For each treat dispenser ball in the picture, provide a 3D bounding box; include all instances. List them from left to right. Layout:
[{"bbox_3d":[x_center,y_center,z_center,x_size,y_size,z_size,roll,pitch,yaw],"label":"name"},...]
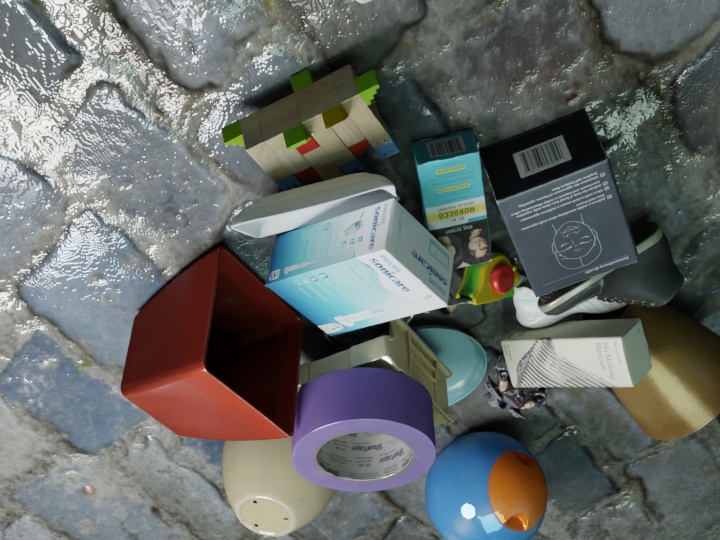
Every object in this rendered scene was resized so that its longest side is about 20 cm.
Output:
[{"bbox_3d":[0.205,0.366,1.882,0.201,0.201,0.201,-6,136,-5],"label":"treat dispenser ball"}]

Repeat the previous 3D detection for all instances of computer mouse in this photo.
[{"bbox_3d":[0.034,0.052,1.634,0.200,0.044,0.110,-23,138,24],"label":"computer mouse"}]

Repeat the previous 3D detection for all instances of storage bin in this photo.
[{"bbox_3d":[0.004,0.169,1.671,0.200,0.094,0.199,-20,137,22],"label":"storage bin"}]

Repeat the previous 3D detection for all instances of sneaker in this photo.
[{"bbox_3d":[0.315,0.022,1.650,0.200,0.070,0.080,-18,133,8],"label":"sneaker"},{"bbox_3d":[0.351,0.029,1.591,0.200,0.075,0.106,-32,109,5],"label":"sneaker"}]

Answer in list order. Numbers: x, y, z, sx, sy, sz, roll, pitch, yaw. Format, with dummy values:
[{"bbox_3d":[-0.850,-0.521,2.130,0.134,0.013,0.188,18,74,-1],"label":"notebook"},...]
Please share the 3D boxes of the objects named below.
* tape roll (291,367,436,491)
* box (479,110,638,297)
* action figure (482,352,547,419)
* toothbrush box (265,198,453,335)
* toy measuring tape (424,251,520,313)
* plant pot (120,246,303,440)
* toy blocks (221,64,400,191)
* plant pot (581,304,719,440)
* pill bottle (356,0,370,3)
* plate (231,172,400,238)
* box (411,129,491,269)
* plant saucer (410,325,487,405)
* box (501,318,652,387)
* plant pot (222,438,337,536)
[{"bbox_3d":[0.004,0.224,1.598,0.200,0.085,0.200,-2,142,-2],"label":"tape roll"},{"bbox_3d":[0.262,-0.084,1.506,0.148,0.107,0.200,-20,134,9],"label":"box"},{"bbox_3d":[0.277,0.165,1.792,0.200,0.069,0.130,-29,140,23],"label":"action figure"},{"bbox_3d":[0.000,0.000,1.515,0.200,0.085,0.146,-16,139,35],"label":"toothbrush box"},{"bbox_3d":[0.151,0.011,1.582,0.200,0.074,0.074,-9,143,-41],"label":"toy measuring tape"},{"bbox_3d":[-0.212,0.121,1.573,0.176,0.200,0.200,-20,136,25],"label":"plant pot"},{"bbox_3d":[-0.046,-0.160,1.393,0.200,0.100,0.137,-24,145,13],"label":"toy blocks"},{"bbox_3d":[0.429,0.120,1.710,0.186,0.186,0.200,-38,114,25],"label":"plant pot"},{"bbox_3d":[0.067,-0.365,1.180,0.200,0.114,0.114,-21,135,11],"label":"pill bottle"},{"bbox_3d":[-0.053,-0.084,1.434,0.199,0.032,0.200,-15,177,4],"label":"plate"},{"bbox_3d":[0.122,-0.088,1.516,0.082,0.049,0.200,-12,135,2],"label":"box"},{"bbox_3d":[0.094,0.148,1.764,0.200,0.027,0.200,-5,136,-5],"label":"plant saucer"},{"bbox_3d":[0.307,0.119,1.645,0.200,0.068,0.082,-7,106,42],"label":"box"},{"bbox_3d":[-0.131,0.331,1.787,0.200,0.135,0.201,7,129,8],"label":"plant pot"}]
